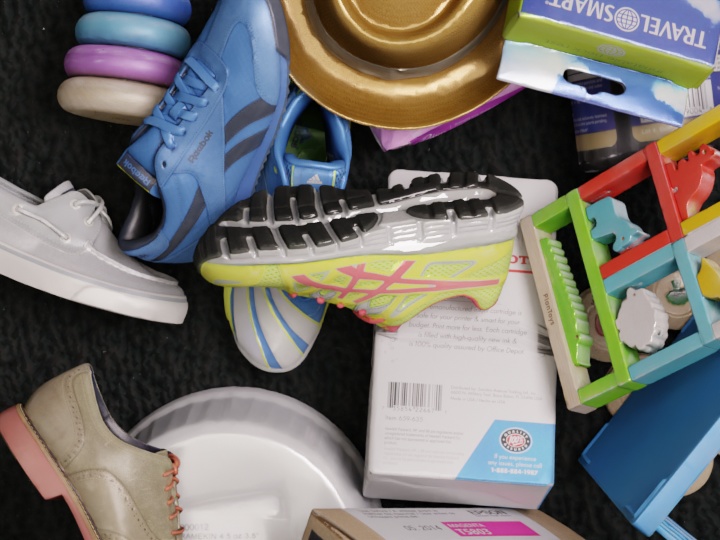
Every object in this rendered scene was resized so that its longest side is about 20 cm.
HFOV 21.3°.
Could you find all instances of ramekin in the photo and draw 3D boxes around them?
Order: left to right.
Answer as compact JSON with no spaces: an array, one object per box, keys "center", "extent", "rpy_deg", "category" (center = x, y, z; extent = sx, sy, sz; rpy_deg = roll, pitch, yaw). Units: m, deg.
[{"center":[-0.083,0.179,1.220],"extent":[0.199,0.098,0.202],"rpy_deg":[0,93,0],"category":"ramekin"}]

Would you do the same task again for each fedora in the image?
[{"center":[0.033,-0.183,1.136],"extent":[0.199,0.082,0.202],"rpy_deg":[0,91,-4],"category":"fedora"}]

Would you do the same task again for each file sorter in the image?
[{"center":[0.234,0.114,1.153],"extent":[0.123,0.200,0.139],"rpy_deg":[38,92,-4],"category":"file sorter"}]

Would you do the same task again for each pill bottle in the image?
[{"center":[0.180,-0.166,1.198],"extent":[0.111,0.112,0.201],"rpy_deg":[-7,93,0],"category":"pill bottle"}]

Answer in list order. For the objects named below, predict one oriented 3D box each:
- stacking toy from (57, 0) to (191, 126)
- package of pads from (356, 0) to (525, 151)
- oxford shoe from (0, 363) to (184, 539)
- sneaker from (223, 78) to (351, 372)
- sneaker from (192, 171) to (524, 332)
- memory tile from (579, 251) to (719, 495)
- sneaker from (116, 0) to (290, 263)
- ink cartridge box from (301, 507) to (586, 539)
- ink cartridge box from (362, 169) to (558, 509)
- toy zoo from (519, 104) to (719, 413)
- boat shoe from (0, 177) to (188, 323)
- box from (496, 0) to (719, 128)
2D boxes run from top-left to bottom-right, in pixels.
[{"center":[-0.139,-0.196,1.216],"extent":[0.085,0.085,0.201],"rpy_deg":[7,89,0],"category":"stacking toy"},{"center":[0.027,-0.187,1.215],"extent":[0.120,0.076,0.201],"rpy_deg":[-25,93,1],"category":"package of pads"},{"center":[-0.130,0.146,1.136],"extent":[0.075,0.070,0.200],"rpy_deg":[-38,93,-4],"category":"oxford shoe"},{"center":[-0.047,-0.033,1.206],"extent":[0.075,0.105,0.201],"rpy_deg":[6,92,-3],"category":"sneaker"},{"center":[0.000,0.000,1.145],"extent":[0.199,0.078,0.091],"rpy_deg":[-4,120,-3],"category":"sneaker"},{"center":[0.252,0.048,1.255],"extent":[0.199,0.017,0.154],"rpy_deg":[-26,92,1],"category":"memory tile"},{"center":[-0.099,-0.086,1.163],"extent":[0.078,0.066,0.201],"rpy_deg":[-5,130,-33],"category":"sneaker"},{"center":[0.038,0.232,1.168],"extent":[0.199,0.075,0.166],"rpy_deg":[7,107,-42],"category":"ink cartridge box"},{"center":[0.065,0.043,1.211],"extent":[0.115,0.067,0.201],"rpy_deg":[4,70,0],"category":"ink cartridge box"},{"center":[0.188,-0.014,1.114],"extent":[0.200,0.020,0.132],"rpy_deg":[-31,59,34],"category":"toy zoo"},{"center":[-0.199,-0.025,1.231],"extent":[0.199,0.072,0.069],"rpy_deg":[22,93,8],"category":"boat shoe"},{"center":[0.157,-0.196,1.112],"extent":[0.121,0.048,0.201],"rpy_deg":[14,76,-6],"category":"box"}]
